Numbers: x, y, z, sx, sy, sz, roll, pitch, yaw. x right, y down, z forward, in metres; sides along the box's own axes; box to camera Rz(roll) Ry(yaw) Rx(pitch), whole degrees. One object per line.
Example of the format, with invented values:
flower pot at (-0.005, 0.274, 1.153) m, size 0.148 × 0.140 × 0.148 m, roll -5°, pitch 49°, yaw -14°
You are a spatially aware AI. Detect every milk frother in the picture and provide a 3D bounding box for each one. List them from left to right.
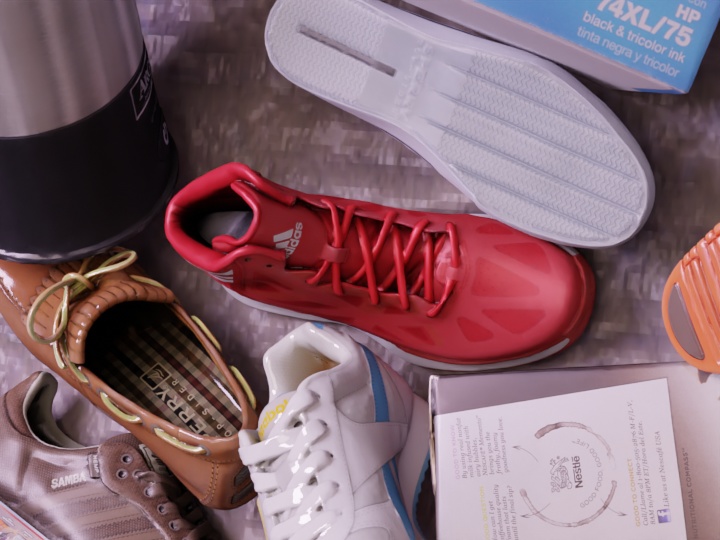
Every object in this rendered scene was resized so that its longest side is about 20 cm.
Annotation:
milk frother at (-0.204, -0.116, 1.080) m, size 0.198 × 0.189 × 0.181 m, roll -17°, pitch 44°, yaw -8°

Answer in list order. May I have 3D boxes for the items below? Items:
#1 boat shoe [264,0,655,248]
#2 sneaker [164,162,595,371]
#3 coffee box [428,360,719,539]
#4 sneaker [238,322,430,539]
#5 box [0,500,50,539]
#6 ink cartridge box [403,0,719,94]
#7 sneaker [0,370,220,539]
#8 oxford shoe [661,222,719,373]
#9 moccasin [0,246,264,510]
boat shoe at (0.052, -0.079, 1.060) m, size 0.199 × 0.067 × 0.074 m, roll 34°, pitch 105°, yaw 11°
sneaker at (0.000, 0.000, 1.045) m, size 0.198 × 0.115 × 0.079 m, roll 5°, pitch 86°, yaw 23°
coffee box at (0.140, 0.082, 0.981) m, size 0.198 × 0.113 × 0.081 m, roll -5°, pitch 82°, yaw 21°
sneaker at (-0.017, 0.100, 0.997) m, size 0.076 × 0.200 × 0.081 m, roll -39°, pitch 111°, yaw 21°
box at (-0.159, 0.188, 1.090) m, size 0.199 × 0.040 × 0.138 m, roll 35°, pitch 134°, yaw 23°
ink cartridge box at (0.097, -0.196, 0.985) m, size 0.145 × 0.147 × 0.202 m, roll 22°, pitch 93°, yaw -8°
sneaker at (-0.110, 0.120, 1.102) m, size 0.199 × 0.070 × 0.076 m, roll 30°, pitch 90°, yaw 21°
oxford shoe at (0.210, -0.010, 0.890) m, size 0.199 × 0.073 × 0.072 m, roll -24°, pitch 78°, yaw 32°
moccasin at (-0.117, 0.031, 1.097) m, size 0.073 × 0.078 × 0.201 m, roll -34°, pitch 59°, yaw -15°
